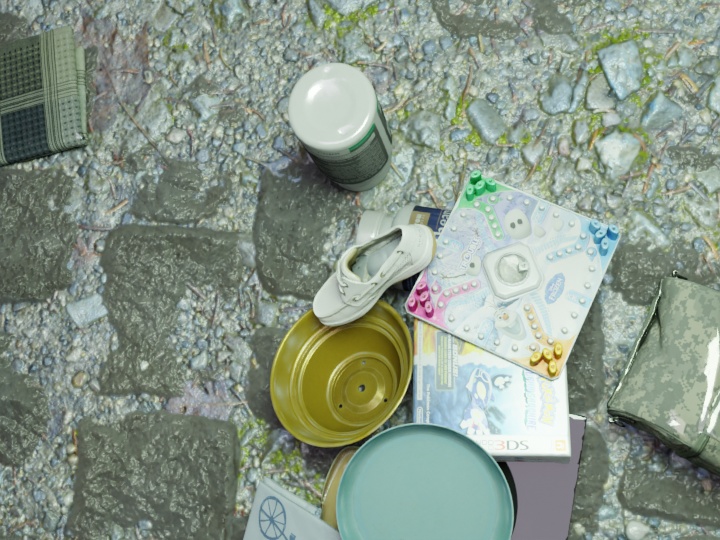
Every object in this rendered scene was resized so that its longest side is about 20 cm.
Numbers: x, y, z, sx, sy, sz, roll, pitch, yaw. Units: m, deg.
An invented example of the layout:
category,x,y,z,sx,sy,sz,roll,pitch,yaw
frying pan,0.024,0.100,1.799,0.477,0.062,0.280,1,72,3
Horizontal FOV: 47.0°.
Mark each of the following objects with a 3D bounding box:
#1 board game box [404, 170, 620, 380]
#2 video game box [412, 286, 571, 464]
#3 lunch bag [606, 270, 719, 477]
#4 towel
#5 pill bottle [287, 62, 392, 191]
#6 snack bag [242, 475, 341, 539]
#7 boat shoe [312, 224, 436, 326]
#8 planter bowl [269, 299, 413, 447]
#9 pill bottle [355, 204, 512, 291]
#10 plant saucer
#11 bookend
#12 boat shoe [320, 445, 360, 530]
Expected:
category,x,y,z,sx,sy,sz,roll,pitch,yaw
board game box,0.180,-0.002,0.979,0.198,0.026,0.202,24,75,17
video game box,0.152,0.122,0.975,0.179,0.047,0.203,-2,68,9
lunch bag,0.399,0.119,0.971,0.166,0.139,0.202,25,83,14
towel,-0.517,-0.269,1.295,0.189,0.035,0.203,-11,78,12
pill bottle,-0.018,-0.178,1.085,0.111,0.200,0.115,-2,77,10
snack bag,-0.079,0.380,1.016,0.198,0.021,0.192,18,94,39
boat shoe,0.000,0.000,1.010,0.199,0.069,0.072,-38,54,31
planter bowl,-0.012,0.139,1.064,0.197,0.084,0.203,-12,59,20
pill bottle,0.097,-0.025,1.076,0.197,0.111,0.113,9,80,12
plant saucer,0.071,0.266,0.926,0.197,0.027,0.204,1,97,9
bookend,0.162,0.259,1.014,0.195,0.092,0.203,9,81,14
boat shoe,-0.026,0.324,1.045,0.070,0.076,0.203,8,80,12
